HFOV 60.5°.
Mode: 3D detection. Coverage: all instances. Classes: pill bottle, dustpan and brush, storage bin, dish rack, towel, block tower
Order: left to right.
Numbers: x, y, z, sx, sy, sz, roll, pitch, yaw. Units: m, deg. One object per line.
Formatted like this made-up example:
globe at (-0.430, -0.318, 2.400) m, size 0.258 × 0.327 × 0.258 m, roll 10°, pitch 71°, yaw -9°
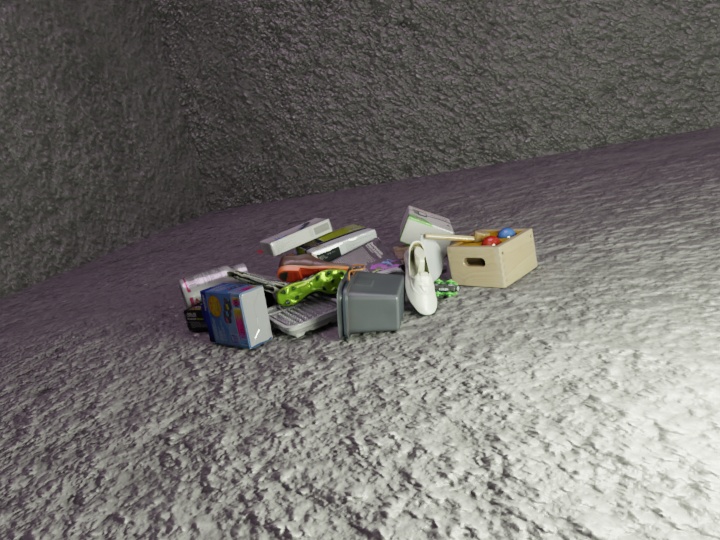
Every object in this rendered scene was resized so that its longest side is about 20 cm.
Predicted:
pill bottle at (-0.429, 0.053, 1.843) m, size 0.199 × 0.114 × 0.113 m, roll -18°, pitch 16°, yaw -19°
towel at (-0.234, 0.032, 1.681) m, size 0.192 × 0.035 × 0.200 m, roll 17°, pitch 4°, yaw 34°
dish rack at (-0.139, 0.110, 1.522) m, size 0.171 × 0.044 × 0.200 m, roll -19°, pitch 16°, yaw -25°
storage bin at (0.030, 0.061, 1.403) m, size 0.133 × 0.147 × 0.200 m, roll 0°, pitch 17°, yaw 8°
block tower at (0.129, -0.027, 1.767) m, size 0.054 × 0.058 × 0.200 m, roll -12°, pitch 14°, yaw 1°
dustpan and brush at (0.188, -0.018, 1.619) m, size 0.057 × 0.141 × 0.199 m, roll 9°, pitch 1°, yaw 43°

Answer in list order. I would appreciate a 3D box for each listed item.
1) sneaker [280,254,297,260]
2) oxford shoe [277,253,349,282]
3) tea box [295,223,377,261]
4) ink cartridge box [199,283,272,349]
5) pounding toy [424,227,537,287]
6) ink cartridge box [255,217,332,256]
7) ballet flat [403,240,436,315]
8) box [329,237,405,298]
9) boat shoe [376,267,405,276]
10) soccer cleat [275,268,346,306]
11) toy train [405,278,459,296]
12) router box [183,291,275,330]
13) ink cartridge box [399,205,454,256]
sneaker at (-0.169, -0.016, 1.983) m, size 0.199 × 0.076 × 0.088 m, roll 8°, pitch 13°, yaw 37°
oxford shoe at (-0.115, -0.014, 1.602) m, size 0.198 × 0.071 × 0.073 m, roll 2°, pitch 53°, yaw -1°
tea box at (-0.063, -0.038, 1.803) m, size 0.199 × 0.134 × 0.197 m, roll -20°, pitch 17°, yaw -15°
ink cartridge box at (-0.312, 0.107, 1.499) m, size 0.199 × 0.137 × 0.076 m, roll 2°, pitch 16°, yaw 45°
pounding toy at (0.298, -0.050, 1.535) m, size 0.199 × 0.143 × 0.184 m, roll 3°, pitch 21°, yaw 45°
ink cartridge box at (-0.209, -0.103, 1.860) m, size 0.199 × 0.045 × 0.176 m, roll -25°, pitch 16°, yaw -25°
ballet flat at (0.137, 0.010, 1.428) m, size 0.069 × 0.070 × 0.201 m, roll -12°, pitch 48°, yaw 5°
box at (0.000, 0.000, 1.652) m, size 0.199 × 0.036 × 0.143 m, roll -28°, pitch 44°, yaw -12°
boat shoe at (0.039, 0.051, 1.562) m, size 0.199 × 0.070 × 0.066 m, roll -16°, pitch 39°, yaw -28°
soccer cleat at (-0.119, 0.041, 1.559) m, size 0.199 × 0.068 × 0.081 m, roll -16°, pitch 2°, yaw -11°
toy train at (0.141, 0.044, 1.491) m, size 0.199 × 0.042 × 0.056 m, roll 2°, pitch -13°, yaw 17°
router box at (-0.353, 0.107, 1.675) m, size 0.199 × 0.063 × 0.150 m, roll -4°, pitch 16°, yaw 31°
ink cartridge box at (0.201, -0.125, 1.903) m, size 0.145 × 0.084 × 0.200 m, roll 19°, pitch 16°, yaw -2°
